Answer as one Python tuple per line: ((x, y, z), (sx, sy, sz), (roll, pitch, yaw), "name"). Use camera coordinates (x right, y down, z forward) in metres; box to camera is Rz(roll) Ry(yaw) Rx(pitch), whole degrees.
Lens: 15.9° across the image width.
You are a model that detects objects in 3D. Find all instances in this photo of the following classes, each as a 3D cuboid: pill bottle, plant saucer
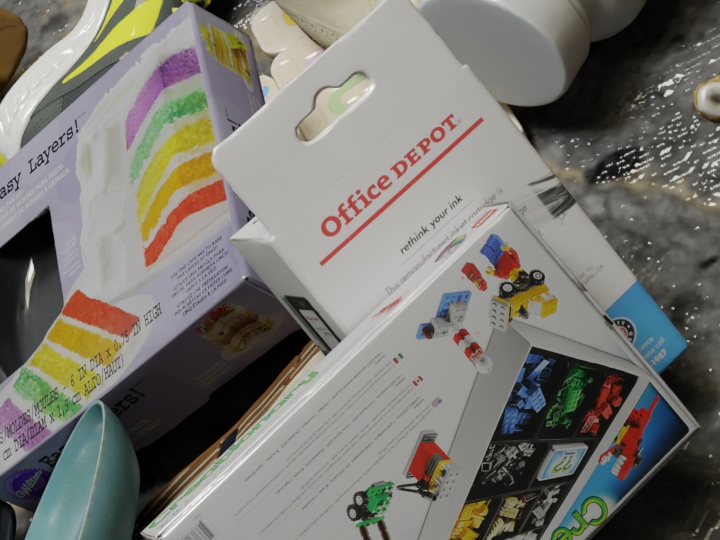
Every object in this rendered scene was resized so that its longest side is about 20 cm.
((0.104, -0.182, 1.253), (0.111, 0.111, 0.200), (9, 58, 36), "pill bottle")
((-0.137, 0.156, 1.135), (0.200, 0.027, 0.200), (-160, 90, -78), "plant saucer")

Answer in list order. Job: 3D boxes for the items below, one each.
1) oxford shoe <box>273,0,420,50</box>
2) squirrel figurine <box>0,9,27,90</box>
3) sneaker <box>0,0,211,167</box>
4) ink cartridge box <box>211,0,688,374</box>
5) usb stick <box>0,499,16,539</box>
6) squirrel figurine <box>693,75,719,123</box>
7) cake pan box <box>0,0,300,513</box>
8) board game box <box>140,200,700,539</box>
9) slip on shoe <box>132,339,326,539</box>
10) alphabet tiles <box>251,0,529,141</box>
((-0.030, -0.163, 1.306), (0.200, 0.074, 0.071), (40, 98, 24), "oxford shoe")
((-0.298, -0.079, 1.393), (0.187, 0.141, 0.200), (-36, 32, 27), "squirrel figurine")
((-0.110, -0.118, 1.383), (0.085, 0.074, 0.200), (30, 84, 37), "sneaker")
((0.029, -0.006, 1.099), (0.116, 0.200, 0.068), (-42, 12, -14), "ink cartridge box")
((-0.178, 0.165, 1.163), (0.200, 0.033, 0.056), (-98, 26, -68), "usb stick")
((0.234, -0.108, 1.094), (0.187, 0.141, 0.200), (-24, 77, 40), "squirrel figurine")
((-0.119, -0.003, 1.252), (0.200, 0.052, 0.184), (-37, 44, 28), "cake pan box")
((0.026, 0.085, 1.042), (0.200, 0.126, 0.035), (-43, 9, -14), "board game box")
((-0.051, 0.108, 1.169), (0.200, 0.061, 0.076), (-47, 8, 10), "slip on shoe")
((0.011, -0.096, 1.320), (0.195, 0.015, 0.200), (-32, 45, 6), "alphabet tiles")
